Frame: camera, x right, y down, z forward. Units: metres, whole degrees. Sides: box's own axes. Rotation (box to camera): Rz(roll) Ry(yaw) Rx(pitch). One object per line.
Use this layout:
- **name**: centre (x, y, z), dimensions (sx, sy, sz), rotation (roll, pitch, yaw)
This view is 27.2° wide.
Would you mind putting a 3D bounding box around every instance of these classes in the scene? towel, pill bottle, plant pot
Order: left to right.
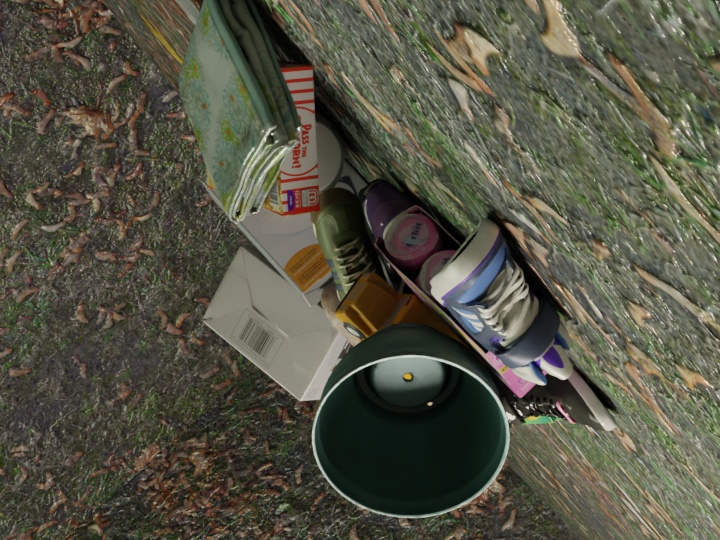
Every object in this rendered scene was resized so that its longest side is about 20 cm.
- **towel**: centre (-0.130, -0.170, 1.514), dimensions (0.171, 0.048, 0.200), rotation (-54, 52, 54)
- **pill bottle**: centre (-0.079, -0.132, 1.731), dimensions (0.112, 0.112, 0.200), rotation (49, 173, -10)
- **plant pot**: centre (0.051, 0.137, 1.557), dimensions (0.200, 0.200, 0.134), rotation (50, -161, -23)

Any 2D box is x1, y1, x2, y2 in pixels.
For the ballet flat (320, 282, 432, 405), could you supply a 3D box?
- **ballet flat**: centre (0.035, 0.083, 1.827), dimensions (0.200, 0.068, 0.067), rotation (44, 156, 1)

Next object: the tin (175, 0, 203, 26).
- **tin**: centre (-0.199, -0.328, 1.710), dimensions (0.112, 0.042, 0.200), rotation (53, 176, -4)

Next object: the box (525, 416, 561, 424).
- **box**: centre (0.156, 0.115, 1.741), dimensions (0.200, 0.048, 0.117), rotation (48, 149, -20)

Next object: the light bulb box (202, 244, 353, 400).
- **light bulb box**: centre (-0.068, 0.070, 2.028), dimensions (0.198, 0.125, 0.200), rotation (37, -164, 27)

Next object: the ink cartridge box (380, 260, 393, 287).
- **ink cartridge box**: centre (0.101, 0.061, 1.855), dimensions (0.200, 0.084, 0.145), rotation (51, 175, -20)

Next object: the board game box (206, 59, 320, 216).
- **board game box**: centre (-0.111, -0.149, 1.588), dimensions (0.200, 0.046, 0.152), rotation (23, 119, 59)

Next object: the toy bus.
- **toy bus**: centre (0.067, 0.086, 1.657), dimensions (0.200, 0.065, 0.078), rotation (43, 162, -22)

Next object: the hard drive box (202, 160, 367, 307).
- **hard drive box**: centre (-0.074, -0.081, 1.880), dimensions (0.200, 0.156, 0.077), rotation (46, 176, 15)

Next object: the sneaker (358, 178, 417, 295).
- **sneaker**: centre (0.048, -0.035, 1.667), dimensions (0.088, 0.076, 0.200), rotation (51, 169, 30)

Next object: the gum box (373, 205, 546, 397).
- **gum box**: centre (0.108, 0.027, 1.528), dimensions (0.200, 0.066, 0.114), rotation (45, 178, 36)

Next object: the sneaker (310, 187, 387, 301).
- **sneaker**: centre (0.000, 0.000, 1.703), dimensions (0.200, 0.067, 0.090), rotation (75, 169, -48)

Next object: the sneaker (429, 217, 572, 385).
- **sneaker**: centre (0.137, 0.035, 1.305), dimensions (0.146, 0.081, 0.200), rotation (40, 172, 5)

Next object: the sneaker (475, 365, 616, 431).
- **sneaker**: centre (0.189, 0.143, 1.578), dimensions (0.071, 0.099, 0.200), rotation (52, 174, -31)
